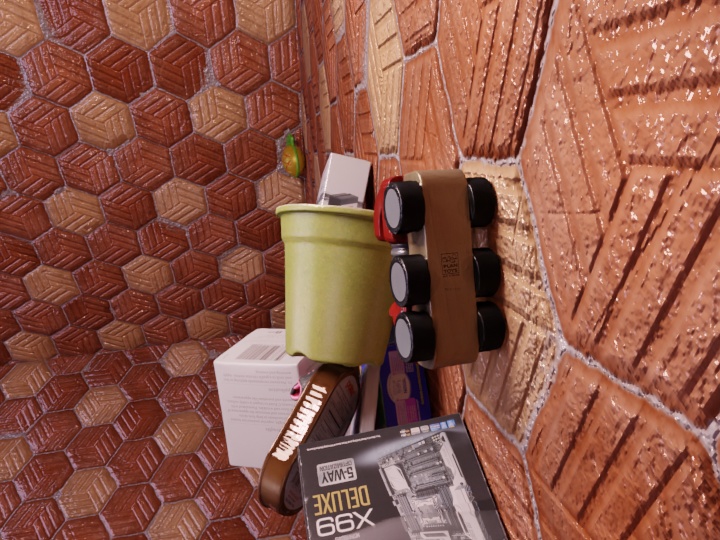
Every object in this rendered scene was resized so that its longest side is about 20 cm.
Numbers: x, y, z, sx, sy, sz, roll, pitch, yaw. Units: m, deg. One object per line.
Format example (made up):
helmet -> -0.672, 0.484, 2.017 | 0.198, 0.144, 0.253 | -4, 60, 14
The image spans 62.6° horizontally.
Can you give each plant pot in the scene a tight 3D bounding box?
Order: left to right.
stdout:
plant pot -> -0.023, 0.024, 0.773 | 0.200, 0.197, 0.187 | 165, 112, -81

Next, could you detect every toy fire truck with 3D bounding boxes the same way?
toy fire truck -> 0.067, -0.005, 0.615 | 0.200, 0.127, 0.179 | -177, 81, -71

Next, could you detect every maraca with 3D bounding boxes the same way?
maraca -> -0.316, -0.534, 2.762 | 0.137, 0.106, 0.203 | 166, 92, -67

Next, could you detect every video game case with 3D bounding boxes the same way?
video game case -> -0.006, 0.253, 0.838 | 0.183, 0.023, 0.202 | 107, 173, -55

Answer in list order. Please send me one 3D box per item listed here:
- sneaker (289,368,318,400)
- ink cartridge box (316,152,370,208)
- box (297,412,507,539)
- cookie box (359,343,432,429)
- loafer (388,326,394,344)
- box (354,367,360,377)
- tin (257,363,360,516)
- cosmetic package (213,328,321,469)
sneaker -> -0.064, 0.183, 0.930 | 0.200, 0.094, 0.080 | 109, 152, -75
ink cartridge box -> -0.047, -0.105, 1.149 | 0.145, 0.082, 0.203 | 145, 136, -78
box -> 0.037, 0.250, 0.643 | 0.159, 0.197, 0.050 | -106, 9, -50
cookie box -> 0.052, 0.211, 0.933 | 0.200, 0.074, 0.174 | 115, 148, -74
loafer -> 0.051, 0.076, 0.932 | 0.200, 0.071, 0.064 | 122, 161, -67
box -> 0.019, 0.234, 1.095 | 0.075, 0.099, 0.203 | -150, 55, -79
tin -> -0.059, 0.211, 0.753 | 0.201, 0.041, 0.113 | -60, -25, -27
cosmetic package -> -0.139, 0.226, 1.062 | 0.165, 0.162, 0.203 | -39, -54, -66
